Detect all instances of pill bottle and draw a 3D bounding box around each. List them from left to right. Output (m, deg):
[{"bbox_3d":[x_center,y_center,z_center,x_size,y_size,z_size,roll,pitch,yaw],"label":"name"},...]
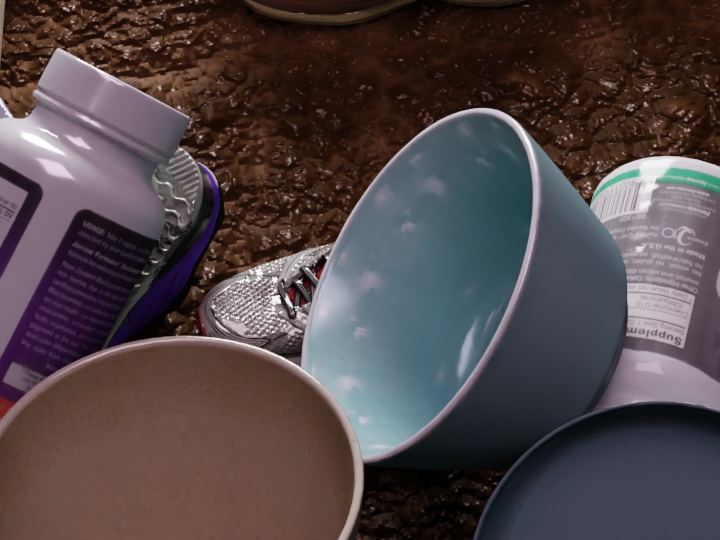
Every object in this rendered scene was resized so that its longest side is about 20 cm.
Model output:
[{"bbox_3d":[-0.173,-0.012,1.492,0.111,0.111,0.201,28,91,19],"label":"pill bottle"},{"bbox_3d":[0.164,0.046,1.545,0.112,0.113,0.201,12,57,9],"label":"pill bottle"}]

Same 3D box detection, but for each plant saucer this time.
[{"bbox_3d":[0.156,0.162,1.450,0.199,0.201,0.027,5,13,4],"label":"plant saucer"}]

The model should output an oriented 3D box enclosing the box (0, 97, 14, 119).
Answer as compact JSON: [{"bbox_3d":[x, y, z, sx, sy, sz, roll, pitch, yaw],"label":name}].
[{"bbox_3d":[-0.270,-0.059,1.621,0.132,0.115,0.200,-25,58,-16],"label":"box"}]

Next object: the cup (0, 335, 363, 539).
[{"bbox_3d":[-0.093,0.155,1.447,0.199,0.144,0.201,-3,46,3],"label":"cup"}]

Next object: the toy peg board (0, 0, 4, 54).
[{"bbox_3d":[-0.306,-0.152,1.558,0.198,0.098,0.201,-2,55,1],"label":"toy peg board"}]

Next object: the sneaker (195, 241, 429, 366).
[{"bbox_3d":[0.000,0.000,1.597,0.199,0.082,0.078,-17,57,-10],"label":"sneaker"}]

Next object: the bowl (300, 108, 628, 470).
[{"bbox_3d":[0.068,0.025,1.482,0.105,0.201,0.202,25,50,-28],"label":"bowl"}]

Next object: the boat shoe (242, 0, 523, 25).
[{"bbox_3d":[0.020,-0.204,1.745,0.199,0.068,0.072,-6,56,-3],"label":"boat shoe"}]

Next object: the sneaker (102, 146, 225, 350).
[{"bbox_3d":[-0.145,0.019,1.592,0.070,0.099,0.200,44,97,17],"label":"sneaker"}]
